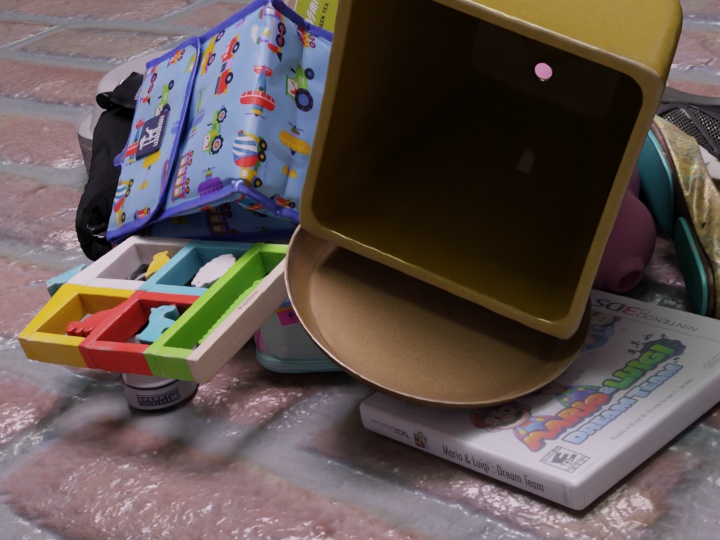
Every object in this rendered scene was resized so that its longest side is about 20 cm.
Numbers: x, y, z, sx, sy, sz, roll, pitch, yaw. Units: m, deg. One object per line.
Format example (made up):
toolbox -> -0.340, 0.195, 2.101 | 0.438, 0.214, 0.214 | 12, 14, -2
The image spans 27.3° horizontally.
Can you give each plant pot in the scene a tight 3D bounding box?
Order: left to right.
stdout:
plant pot -> 0.048, 0.016, 0.949 | 0.198, 0.028, 0.201 | 6, 45, -6
plant pot -> 0.099, -0.116, 0.949 | 0.193, 0.197, 0.200 | 23, 38, 12

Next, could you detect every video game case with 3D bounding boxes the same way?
video game case -> 0.130, 0.070, 0.940 | 0.199, 0.024, 0.181 | -30, 30, -35

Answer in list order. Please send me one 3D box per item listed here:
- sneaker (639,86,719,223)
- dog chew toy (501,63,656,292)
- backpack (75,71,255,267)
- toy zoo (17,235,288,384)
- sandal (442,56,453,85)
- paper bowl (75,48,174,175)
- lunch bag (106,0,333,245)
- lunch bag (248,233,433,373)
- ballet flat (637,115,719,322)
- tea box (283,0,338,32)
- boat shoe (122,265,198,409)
sneaker -> 0.277, -0.083, 1.165 | 0.197, 0.076, 0.115 | 7, 55, -18
dog chew toy -> 0.148, -0.067, 1.089 | 0.123, 0.125, 0.201 | -18, 55, -16
backpack -> -0.125, -0.082, 1.218 | 0.198, 0.126, 0.169 | -12, 64, 29
toy zoo -> -0.144, 0.021, 1.016 | 0.198, 0.021, 0.131 | 3, 36, 36
sandal -> 0.048, -0.137, 1.131 | 0.054, 0.201, 0.082 | 26, 52, 6
paper bowl -> -0.184, -0.155, 1.475 | 0.198, 0.105, 0.201 | -10, 24, 5
lunch bag -> -0.112, -0.097, 1.102 | 0.199, 0.152, 0.094 | -10, -25, 43
lunch bag -> 0.000, 0.000, 1.086 | 0.159, 0.078, 0.200 | -6, 24, 13
ballet flat -> 0.242, -0.039, 1.039 | 0.070, 0.071, 0.201 | -11, 44, 0
tea box -> 0.062, -0.239, 1.332 | 0.196, 0.135, 0.199 | 27, 19, 28
boat shoe -> -0.146, 0.028, 1.100 | 0.073, 0.066, 0.200 | -13, 24, -4
